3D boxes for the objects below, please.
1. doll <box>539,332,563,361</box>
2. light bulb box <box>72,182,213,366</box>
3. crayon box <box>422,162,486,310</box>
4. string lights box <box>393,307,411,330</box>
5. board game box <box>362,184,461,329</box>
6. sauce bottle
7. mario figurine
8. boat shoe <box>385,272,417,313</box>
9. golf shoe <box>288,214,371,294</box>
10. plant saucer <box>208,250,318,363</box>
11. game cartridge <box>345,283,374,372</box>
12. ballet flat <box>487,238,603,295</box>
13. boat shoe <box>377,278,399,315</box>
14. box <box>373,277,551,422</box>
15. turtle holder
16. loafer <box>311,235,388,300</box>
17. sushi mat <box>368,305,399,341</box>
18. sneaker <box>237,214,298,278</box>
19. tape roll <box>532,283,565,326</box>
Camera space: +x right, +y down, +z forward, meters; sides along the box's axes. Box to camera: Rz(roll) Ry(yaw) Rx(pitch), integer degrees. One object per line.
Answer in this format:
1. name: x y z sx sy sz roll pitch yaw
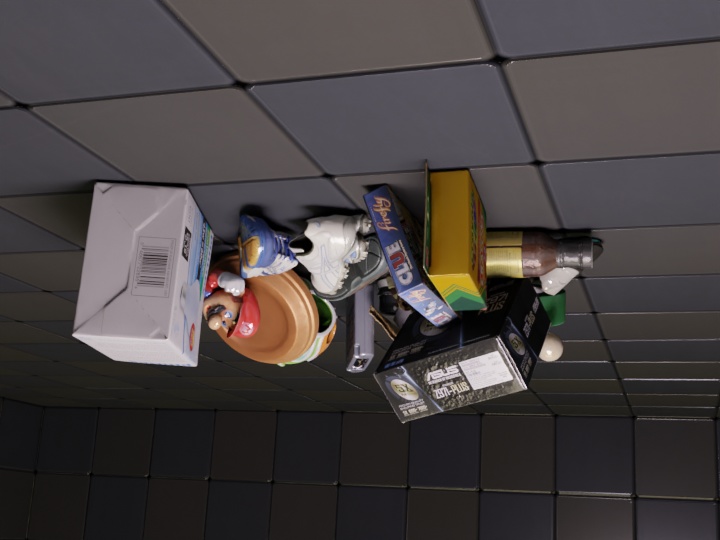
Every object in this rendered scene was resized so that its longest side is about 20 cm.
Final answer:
1. doll: 0.197 0.127 1.417 0.199 0.137 0.049 -20 117 28
2. light bulb box: -0.278 0.012 1.287 0.123 0.200 0.200 4 166 2
3. crayon box: 0.114 -0.036 1.164 0.050 0.128 0.200 -2 165 15
4. string lights box: 0.165 0.093 1.607 0.198 0.103 0.059 1 128 -33
5. board game box: 0.068 -0.012 1.246 0.034 0.137 0.200 -24 158 11
6. sauce bottle: 0.212 -0.021 1.322 0.198 0.065 0.065 1 165 15
7. mario figurine: -0.238 0.038 1.433 0.199 0.107 0.123 32 165 -3
8. boat shoe: 0.090 0.025 1.450 0.074 0.076 0.202 -16 176 -7
9. golf shoe: -0.054 -0.029 1.344 0.096 0.079 0.200 9 155 -13
10. plant saucer: -0.161 0.065 1.525 0.198 0.202 0.038 -4 -152 27
11. game cartridge: -0.002 0.093 1.658 0.040 0.135 0.200 -3 167 -6
12. ballet flat: 0.250 0.002 1.393 0.198 0.069 0.068 -8 162 35
13. boat shoe: 0.102 0.064 1.670 0.199 0.061 0.075 15 162 -37
14. box: 0.141 0.106 1.338 0.199 0.087 0.164 -21 -161 33
15. turtle holder: -0.115 0.062 1.611 0.140 0.187 0.131 -28 -174 -35
16. loafer: 0.000 0.000 1.446 0.062 0.073 0.199 -2 167 -34
17. sushi mat: 0.069 0.116 1.614 0.012 0.096 0.200 -42 158 2
18. sneaker: -0.123 -0.036 1.352 0.087 0.076 0.200 -3 175 -9
19. tape roll: 0.213 0.051 1.500 0.198 0.049 0.200 0 -175 0
